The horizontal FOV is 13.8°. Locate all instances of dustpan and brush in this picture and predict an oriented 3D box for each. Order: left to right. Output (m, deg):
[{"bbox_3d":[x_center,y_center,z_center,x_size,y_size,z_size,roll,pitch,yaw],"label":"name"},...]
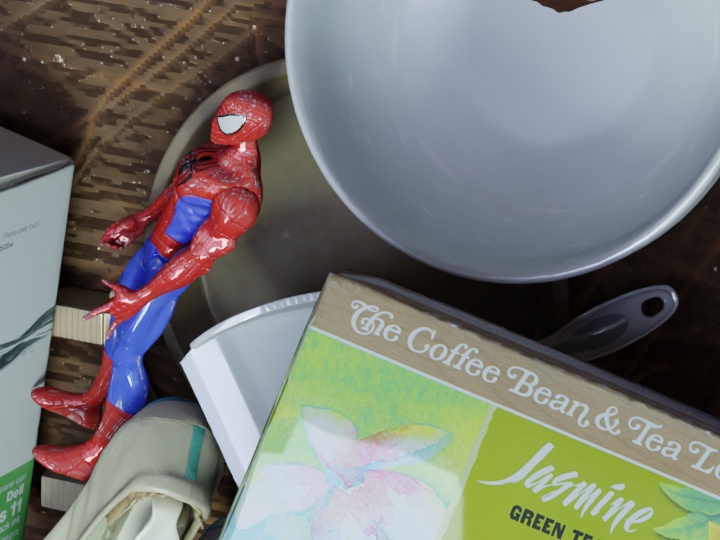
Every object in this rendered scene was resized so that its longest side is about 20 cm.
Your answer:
[{"bbox_3d":[0.040,0.052,1.243,0.199,0.057,0.140,-25,91,-2],"label":"dustpan and brush"}]

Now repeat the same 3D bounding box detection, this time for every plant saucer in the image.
[{"bbox_3d":[0.000,0.000,1.295,0.199,0.029,0.201,8,112,20],"label":"plant saucer"}]

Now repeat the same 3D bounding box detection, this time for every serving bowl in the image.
[{"bbox_3d":[0.073,-0.094,1.194,0.199,0.066,0.201,-1,87,22],"label":"serving bowl"}]

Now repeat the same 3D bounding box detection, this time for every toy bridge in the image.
[{"bbox_3d":[-0.114,0.103,1.381,0.067,0.027,0.201,10,112,19],"label":"toy bridge"}]

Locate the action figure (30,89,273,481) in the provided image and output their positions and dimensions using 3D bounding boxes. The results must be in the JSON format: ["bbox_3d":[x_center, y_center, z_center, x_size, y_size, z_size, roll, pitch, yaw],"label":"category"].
[{"bbox_3d":[-0.089,0.001,1.281,0.051,0.066,0.200,25,120,-18],"label":"action figure"}]

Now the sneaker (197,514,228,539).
[{"bbox_3d":[0.016,0.157,1.322,0.199,0.081,0.077,19,115,-6],"label":"sneaker"}]

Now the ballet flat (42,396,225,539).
[{"bbox_3d":[-0.114,0.139,1.320,0.069,0.069,0.200,36,130,7],"label":"ballet flat"}]

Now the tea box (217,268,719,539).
[{"bbox_3d":[0.045,0.124,1.159,0.199,0.134,0.198,22,91,2],"label":"tea box"}]

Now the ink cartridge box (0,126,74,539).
[{"bbox_3d":[-0.218,0.023,1.352,0.146,0.083,0.201,24,117,27],"label":"ink cartridge box"}]

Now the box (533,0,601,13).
[{"bbox_3d":[0.095,-0.208,1.116,0.100,0.075,0.201,-13,82,22],"label":"box"}]
